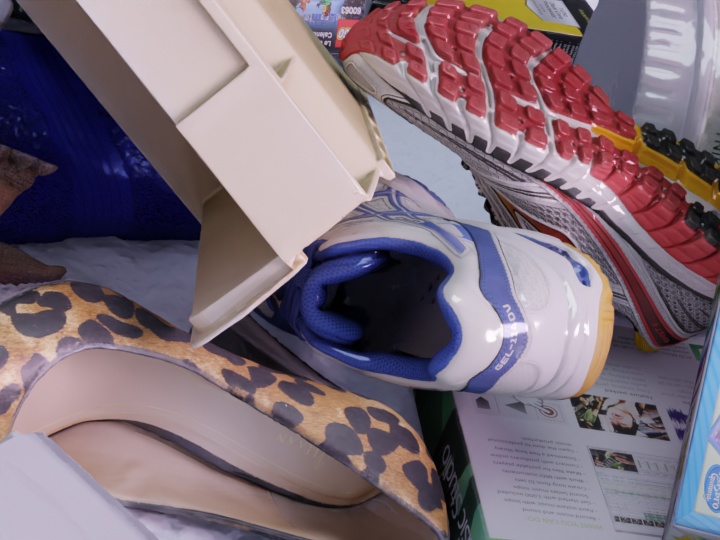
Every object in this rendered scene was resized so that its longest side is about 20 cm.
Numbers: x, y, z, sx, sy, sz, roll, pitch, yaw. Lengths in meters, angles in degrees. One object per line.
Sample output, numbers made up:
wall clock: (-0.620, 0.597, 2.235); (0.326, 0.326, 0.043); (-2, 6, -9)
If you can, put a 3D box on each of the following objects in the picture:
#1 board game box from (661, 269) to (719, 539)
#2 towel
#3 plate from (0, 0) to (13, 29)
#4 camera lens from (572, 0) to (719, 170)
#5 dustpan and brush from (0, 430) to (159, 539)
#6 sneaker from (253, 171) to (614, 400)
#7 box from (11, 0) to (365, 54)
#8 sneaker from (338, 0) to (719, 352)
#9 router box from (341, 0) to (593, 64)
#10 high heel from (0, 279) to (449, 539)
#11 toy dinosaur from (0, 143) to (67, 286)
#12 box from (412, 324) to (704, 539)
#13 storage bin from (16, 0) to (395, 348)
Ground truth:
board game box: (0.196, 0.025, 0.697); (0.133, 0.034, 0.202); (15, 65, 7)
towel: (-0.149, -0.066, 0.834); (0.198, 0.050, 0.148); (-3, 35, -30)
plate: (-0.271, -0.076, 0.754); (0.198, 0.033, 0.200); (21, 47, 19)
camera lens: (0.201, -0.049, 0.876); (0.198, 0.161, 0.161); (13, 31, -7)
dustpan and brush: (-0.118, 0.138, 0.531); (0.139, 0.057, 0.200); (41, 30, 12)
sneaker: (0.000, 0.000, 0.722); (0.088, 0.076, 0.199); (2, 7, -43)
box: (-0.109, -0.138, 0.908); (0.136, 0.038, 0.199); (-3, 16, -38)
sneaker: (0.072, -0.033, 0.762); (0.199, 0.082, 0.078); (35, 35, -10)
router box: (0.043, -0.169, 1.092); (0.148, 0.051, 0.201); (6, 32, -21)
high heel: (-0.065, 0.066, 0.644); (0.199, 0.072, 0.142); (-9, 38, -46)
toy dinosaur: (-0.178, 0.007, 0.662); (0.085, 0.137, 0.200); (20, -3, 14)
box: (0.100, 0.087, 0.732); (0.143, 0.037, 0.201); (10, 30, -13)
storage bin: (-0.086, -0.096, 0.689); (0.201, 0.093, 0.199); (52, 7, -14)
